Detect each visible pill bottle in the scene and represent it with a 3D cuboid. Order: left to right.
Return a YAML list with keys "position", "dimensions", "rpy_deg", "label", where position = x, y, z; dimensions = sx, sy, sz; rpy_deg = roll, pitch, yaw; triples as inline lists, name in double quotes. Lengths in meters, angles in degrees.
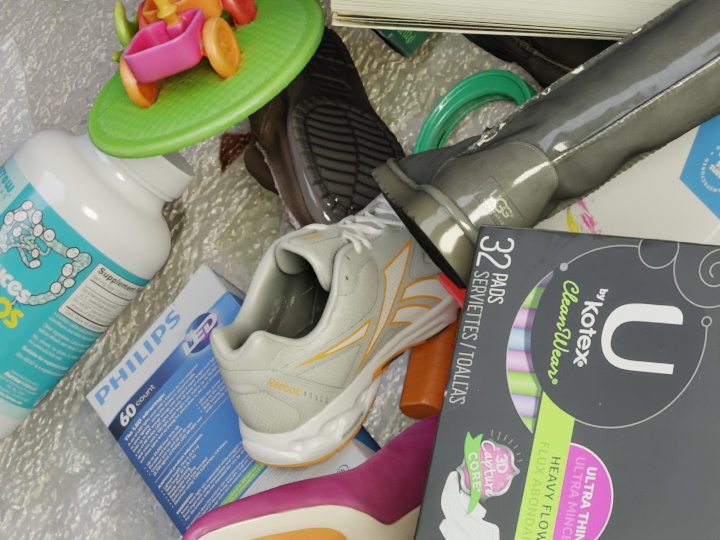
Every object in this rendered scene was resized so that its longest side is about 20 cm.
- position: [-0.188, -0.005, 1.376]
  dimensions: [0.200, 0.111, 0.111]
  rpy_deg: [-48, 42, 6]
  label: "pill bottle"

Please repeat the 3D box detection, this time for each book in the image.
- position: [0.093, -0.168, 1.178]
  dimensions: [0.198, 0.048, 0.134]
  rpy_deg: [5, 34, 9]
  label: "book"

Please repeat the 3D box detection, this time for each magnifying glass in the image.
- position: [0.052, -0.017, 1.236]
  dimensions: [0.079, 0.022, 0.201]
  rpy_deg: [-8, 56, 39]
  label: "magnifying glass"

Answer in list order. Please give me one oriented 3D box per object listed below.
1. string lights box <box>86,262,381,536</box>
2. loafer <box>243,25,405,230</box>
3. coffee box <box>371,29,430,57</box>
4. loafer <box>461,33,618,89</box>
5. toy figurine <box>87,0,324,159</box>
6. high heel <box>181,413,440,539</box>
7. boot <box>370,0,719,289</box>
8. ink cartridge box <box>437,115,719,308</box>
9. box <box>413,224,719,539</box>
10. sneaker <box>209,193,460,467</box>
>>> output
- position: [-0.059, 0.093, 1.230]
  dimensions: [0.103, 0.059, 0.200]
  rpy_deg: [-48, 42, 5]
  label: "string lights box"
- position: [-0.025, -0.066, 1.311]
  dimensions: [0.071, 0.073, 0.201]
  rpy_deg: [-61, 25, 29]
  label: "loafer"
- position: [0.043, -0.236, 1.311]
  dimensions: [0.200, 0.123, 0.044]
  rpy_deg: [-50, 29, 2]
  label: "coffee box"
- position: [0.101, -0.136, 1.230]
  dimensions: [0.199, 0.072, 0.073]
  rpy_deg: [26, 80, 47]
  label: "loafer"
- position: [-0.121, -0.193, 1.288]
  dimensions: [0.149, 0.185, 0.201]
  rpy_deg: [-17, 31, 21]
  label: "toy figurine"
- position: [-0.009, 0.103, 1.088]
  dimensions: [0.096, 0.199, 0.068]
  rpy_deg: [51, 134, 43]
  label: "high heel"
- position: [0.107, -0.073, 1.076]
  dimensions: [0.200, 0.073, 0.182]
  rpy_deg: [-41, 15, -1]
  label: "boot"
- position: [0.119, 0.006, 1.121]
  dimensions: [0.200, 0.067, 0.116]
  rpy_deg: [-47, 42, 8]
  label: "ink cartridge box"
- position: [0.145, 0.074, 0.961]
  dimensions: [0.198, 0.124, 0.150]
  rpy_deg: [6, 76, 27]
  label: "box"
- position: [0.000, 0.000, 1.162]
  dimensions: [0.075, 0.092, 0.200]
  rpy_deg: [14, 55, 36]
  label: "sneaker"
